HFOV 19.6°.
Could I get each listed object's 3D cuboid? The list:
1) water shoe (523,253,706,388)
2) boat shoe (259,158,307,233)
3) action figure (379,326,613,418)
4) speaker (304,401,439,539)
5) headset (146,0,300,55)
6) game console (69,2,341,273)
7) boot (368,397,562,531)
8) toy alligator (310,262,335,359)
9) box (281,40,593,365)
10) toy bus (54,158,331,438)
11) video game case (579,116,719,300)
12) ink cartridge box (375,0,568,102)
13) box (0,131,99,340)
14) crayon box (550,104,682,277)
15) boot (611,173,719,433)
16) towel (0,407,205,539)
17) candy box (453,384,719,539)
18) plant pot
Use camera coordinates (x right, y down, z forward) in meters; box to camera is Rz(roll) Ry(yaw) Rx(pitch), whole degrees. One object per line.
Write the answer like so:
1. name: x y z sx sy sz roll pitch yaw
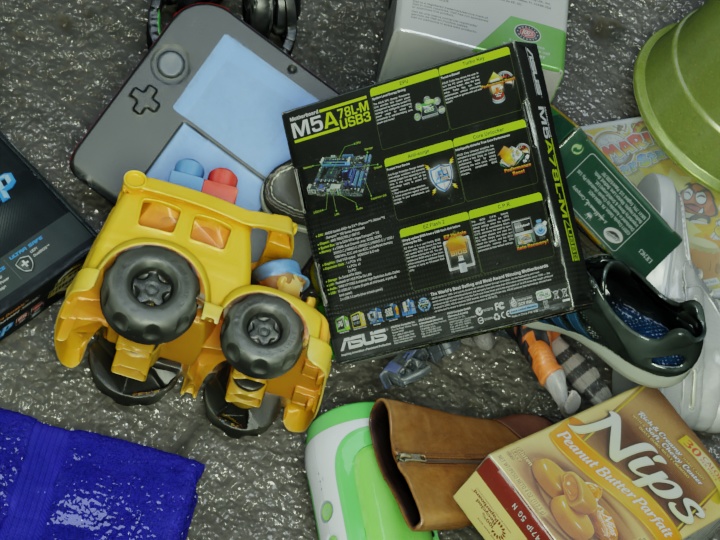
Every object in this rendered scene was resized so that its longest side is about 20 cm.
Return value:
1. water shoe: 0.160 0.008 1.514 0.199 0.079 0.072 27 53 7
2. boat shoe: 0.021 -0.068 1.586 0.199 0.061 0.072 -3 80 1
3. action figure: 0.108 0.052 1.591 0.193 0.105 0.200 33 66 34
4. speaker: 0.013 0.199 1.485 0.088 0.089 0.201 -3 59 -15
5. headset: -0.104 -0.239 1.726 0.122 0.094 0.202 16 67 -3
6. game console: -0.100 -0.092 1.625 0.199 0.031 0.177 36 75 -1
7. boot: 0.113 0.173 1.481 0.199 0.068 0.189 10 50 -44
8. toy alligator: 0.000 0.000 1.631 0.054 0.059 0.201 47 38 -36
9. box: 0.053 -0.046 1.502 0.047 0.199 0.195 -2 78 -61
10. toy bus: -0.106 0.006 1.544 0.198 0.136 0.193 18 58 -2
11. video game case: 0.240 -0.047 1.729 0.198 0.023 0.183 -11 61 -19
12. ink cartridge box: 0.098 -0.228 1.763 0.144 0.084 0.201 13 50 -5
13. box: -0.316 -0.012 1.562 0.200 0.046 0.159 -36 72 -29
14. crayon box: 0.161 -0.075 1.609 0.052 0.200 0.126 -44 110 5
15. boot: 0.254 0.029 1.643 0.095 0.073 0.202 10 79 -19
16. towel: -0.219 0.171 1.469 0.198 0.050 0.149 15 57 -4
17. candy box: 0.171 0.160 1.465 0.199 0.055 0.116 -19 65 -46
18. plant pot: 0.355 -0.186 1.724 0.198 0.190 0.201 12 53 -17
